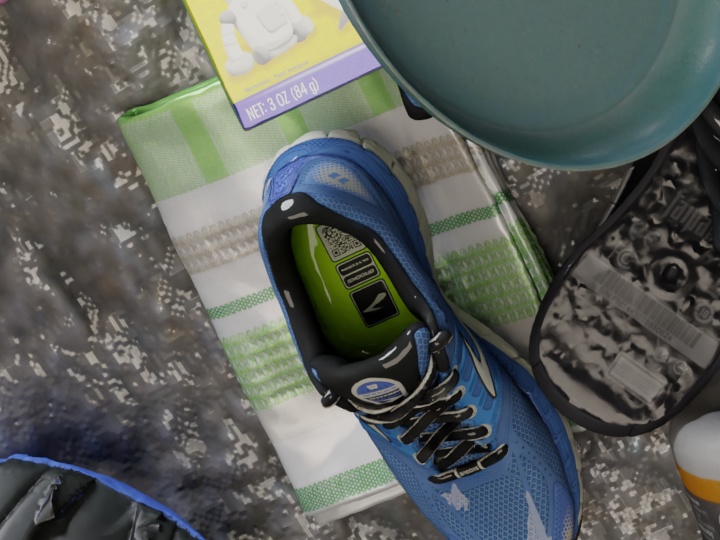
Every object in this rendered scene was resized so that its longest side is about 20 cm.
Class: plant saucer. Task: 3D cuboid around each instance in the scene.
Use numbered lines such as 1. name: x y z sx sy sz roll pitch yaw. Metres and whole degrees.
1. plant saucer: 0.056 -0.131 0.764 0.027 0.200 0.201 -15 110 54

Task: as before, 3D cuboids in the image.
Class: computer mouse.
1. computer mouse: 0.164 -0.010 0.876 0.140 0.046 0.200 30 92 3

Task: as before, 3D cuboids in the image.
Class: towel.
1. towel: 0.000 0.000 0.930 0.149 0.031 0.201 -22 104 17

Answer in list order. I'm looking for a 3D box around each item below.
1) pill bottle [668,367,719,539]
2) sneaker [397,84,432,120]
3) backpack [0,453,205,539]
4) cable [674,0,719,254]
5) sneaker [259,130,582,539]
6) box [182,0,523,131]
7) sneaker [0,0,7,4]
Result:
1. pill bottle: 0.207 0.130 0.890 0.116 0.116 0.201 -18 105 16
2. sneaker: -0.034 -0.128 0.851 0.200 0.079 0.089 35 96 5
3. backpack: -0.150 0.183 0.956 0.162 0.168 0.201 25 80 -3
4. cable: 0.219 -0.068 0.831 0.199 0.051 0.164 -12 78 -3
5. sneaker: 0.017 0.045 0.874 0.078 0.089 0.200 -31 100 21
6. box: -0.031 -0.165 0.789 0.117 0.048 0.201 -25 96 6
7. sneaker: -0.227 -0.092 0.907 0.200 0.095 0.079 -37 101 22
